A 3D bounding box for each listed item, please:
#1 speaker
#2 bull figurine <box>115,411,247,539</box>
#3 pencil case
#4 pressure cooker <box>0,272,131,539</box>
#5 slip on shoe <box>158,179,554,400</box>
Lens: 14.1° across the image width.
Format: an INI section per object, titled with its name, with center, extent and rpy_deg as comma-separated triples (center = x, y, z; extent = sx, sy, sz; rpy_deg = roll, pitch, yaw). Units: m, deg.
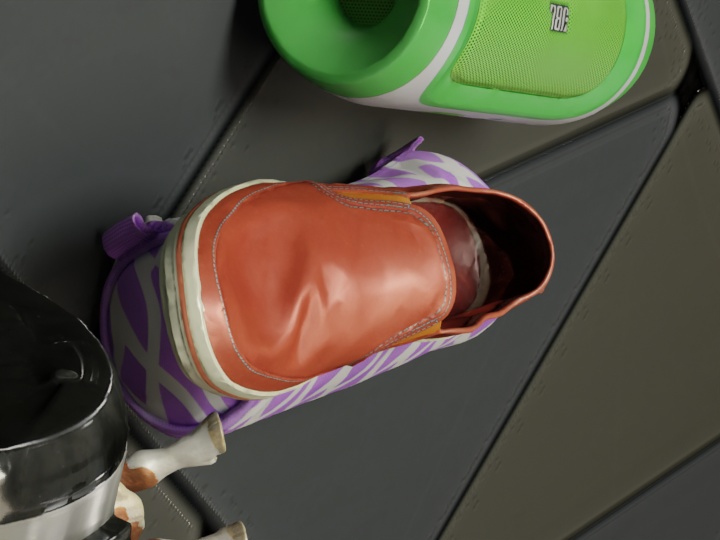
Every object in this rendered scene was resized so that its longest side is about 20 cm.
[speaker]
center = 0.042, -0.102, 1.124
extent = 0.200, 0.088, 0.089
rpy_deg = 1, 110, -61
[bull figurine]
center = -0.101, 0.111, 1.027
extent = 0.121, 0.065, 0.200
rpy_deg = -11, 141, -10
[pencil case]
center = -0.019, 0.005, 1.107
extent = 0.084, 0.086, 0.200
rpy_deg = -39, 167, 31
[pressure cooker]
center = -0.162, 0.103, 0.822
extent = 0.175, 0.179, 0.201
rpy_deg = 6, 110, -21
[slip on shoe]
center = 0.000, 0.000, 1.005
extent = 0.200, 0.061, 0.074
rpy_deg = -8, 85, -55
